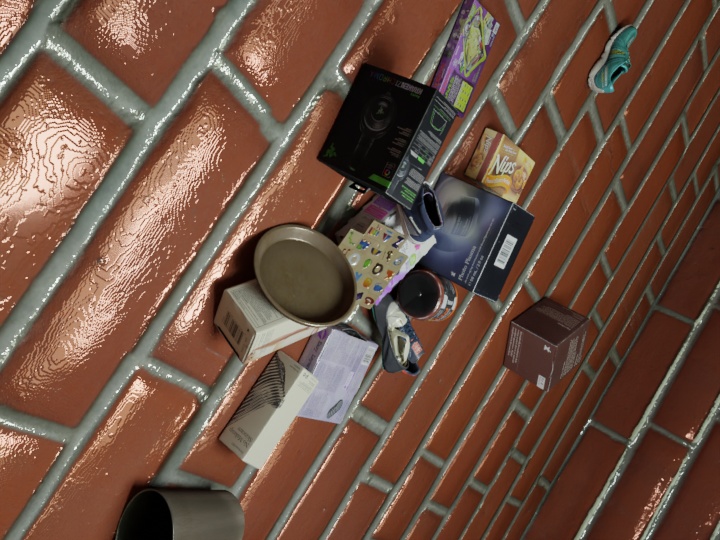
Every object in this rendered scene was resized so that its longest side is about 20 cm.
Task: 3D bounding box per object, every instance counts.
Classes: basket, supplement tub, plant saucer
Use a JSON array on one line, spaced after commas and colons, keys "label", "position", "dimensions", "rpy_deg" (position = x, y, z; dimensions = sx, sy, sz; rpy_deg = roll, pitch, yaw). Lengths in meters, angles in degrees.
[{"label": "basket", "position": [-0.310, 0.461, 1.316], "dimensions": [0.198, 0.135, 0.184], "rpy_deg": [9, 109, -56]}, {"label": "supplement tub", "position": [0.156, 0.058, 1.639], "dimensions": [0.109, 0.105, 0.199], "rpy_deg": [-65, 159, 5]}, {"label": "plant saucer", "position": [-0.096, 0.012, 1.265], "dimensions": [0.197, 0.203, 0.030], "rpy_deg": [-19, 160, -43]}]

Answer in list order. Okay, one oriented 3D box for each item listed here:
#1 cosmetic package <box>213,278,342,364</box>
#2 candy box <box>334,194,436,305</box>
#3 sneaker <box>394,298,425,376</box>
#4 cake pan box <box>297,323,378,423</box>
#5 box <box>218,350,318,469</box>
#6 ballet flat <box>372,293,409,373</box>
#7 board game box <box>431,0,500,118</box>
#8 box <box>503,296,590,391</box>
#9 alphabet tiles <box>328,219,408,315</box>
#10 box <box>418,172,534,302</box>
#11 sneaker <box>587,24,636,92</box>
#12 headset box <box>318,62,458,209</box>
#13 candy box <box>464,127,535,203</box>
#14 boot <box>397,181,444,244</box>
[{"label": "cosmetic package", "position": [-0.141, 0.068, 1.281], "dimensions": [0.197, 0.104, 0.088], "rpy_deg": [-19, 149, -42]}, {"label": "candy box", "position": [0.056, -0.064, 1.481], "dimensions": [0.200, 0.071, 0.170], "rpy_deg": [-44, 140, -22]}, {"label": "sneaker", "position": [0.107, 0.154, 1.674], "dimensions": [0.074, 0.084, 0.204], "rpy_deg": [-36, 136, -30]}, {"label": "cake pan box", "position": [-0.061, 0.211, 1.531], "dimensions": [0.183, 0.052, 0.204], "rpy_deg": [23, 94, -56]}, {"label": "box", "position": [-0.172, 0.262, 1.399], "dimensions": [0.202, 0.081, 0.068], "rpy_deg": [-56, 144, -11]}, {"label": "ballet flat", "position": [0.071, 0.126, 1.587], "dimensions": [0.072, 0.072, 0.206], "rpy_deg": [-25, 115, -39]}, {"label": "board game box", "position": [0.208, -0.421, 1.482], "dimensions": [0.119, 0.032, 0.205], "rpy_deg": [12, 101, -58]}, {"label": "box", "position": [0.554, 0.215, 2.204], "dimensions": [0.198, 0.162, 0.170], "rpy_deg": [-26, 132, -39]}, {"label": "alphabet tiles", "position": [0.000, 0.000, 1.399], "dimensions": [0.164, 0.006, 0.202], "rpy_deg": [21, 112, -42]}, {"label": "box", "position": [0.231, -0.072, 1.588], "dimensions": [0.122, 0.196, 0.204], "rpy_deg": [18, 98, -51]}, {"label": "sneaker", "position": [0.674, -0.548, 1.939], "dimensions": [0.203, 0.079, 0.077], "rpy_deg": [-59, 144, -6]}, {"label": "headset box", "position": [0.042, -0.225, 1.277], "dimensions": [0.092, 0.172, 0.204], "rpy_deg": [23, 95, -54]}, {"label": "candy box", "position": [0.327, -0.238, 1.723], "dimensions": [0.198, 0.055, 0.118], "rpy_deg": [20, 97, -54]}, {"label": "boot", "position": [0.100, -0.156, 1.376], "dimensions": [0.071, 0.090, 0.205], "rpy_deg": [-17, 83, -28]}]
